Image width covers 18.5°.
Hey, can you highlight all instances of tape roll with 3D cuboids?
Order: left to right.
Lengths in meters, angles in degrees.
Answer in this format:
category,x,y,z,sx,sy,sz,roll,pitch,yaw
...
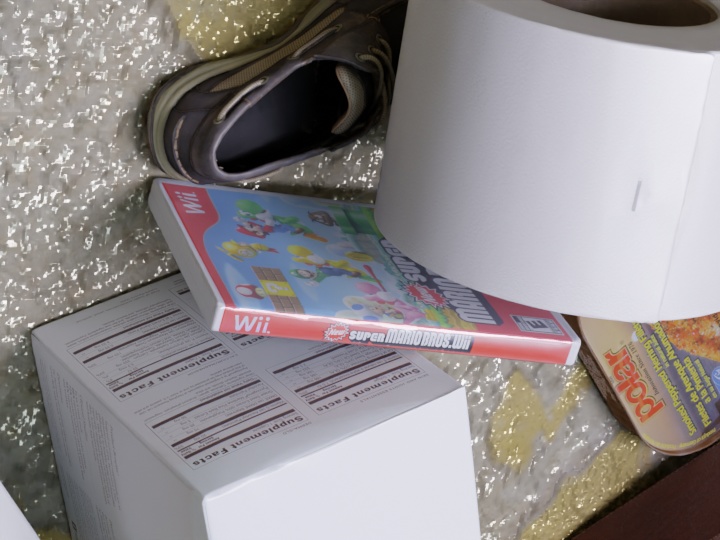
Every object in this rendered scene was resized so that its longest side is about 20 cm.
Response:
category,x,y,z,sx,sy,sz,roll,pitch,yaw
tape roll,0.115,-0.076,1.122,0.202,0.203,0.140,-5,116,-32

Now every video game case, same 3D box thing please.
category,x,y,z,sx,sy,sz,roll,pitch,yaw
video game case,0.000,0.000,1.151,0.199,0.143,0.018,6,116,-23

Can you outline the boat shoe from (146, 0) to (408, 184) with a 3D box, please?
category,x,y,z,sx,sy,sz,roll,pitch,yaw
boat shoe,-0.014,-0.094,1.168,0.199,0.073,0.075,-31,125,-19

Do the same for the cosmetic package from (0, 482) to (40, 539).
category,x,y,z,sx,sy,sz,roll,pitch,yaw
cosmetic package,-0.230,0.133,1.118,0.107,0.085,0.201,-36,127,-15

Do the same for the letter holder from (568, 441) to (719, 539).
category,x,y,z,sx,sy,sz,roll,pitch,yaw
letter holder,0.243,0.191,1.388,0.199,0.142,0.101,-33,115,2

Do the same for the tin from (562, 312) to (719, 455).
category,x,y,z,sx,sy,sz,roll,pitch,yaw
tin,0.186,0.032,1.386,0.112,0.042,0.200,-44,129,-15

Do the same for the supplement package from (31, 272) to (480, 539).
category,x,y,z,sx,sy,sz,roll,pitch,yaw
supplement package,-0.054,0.108,1.152,0.150,0.200,0.153,-22,122,-24
